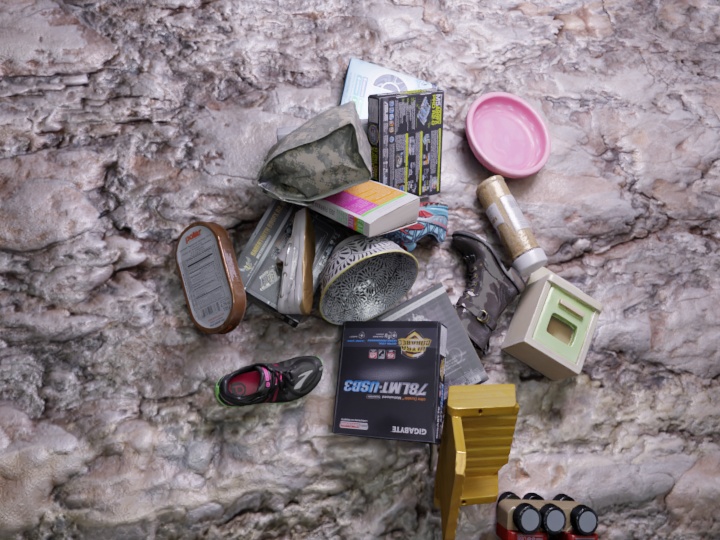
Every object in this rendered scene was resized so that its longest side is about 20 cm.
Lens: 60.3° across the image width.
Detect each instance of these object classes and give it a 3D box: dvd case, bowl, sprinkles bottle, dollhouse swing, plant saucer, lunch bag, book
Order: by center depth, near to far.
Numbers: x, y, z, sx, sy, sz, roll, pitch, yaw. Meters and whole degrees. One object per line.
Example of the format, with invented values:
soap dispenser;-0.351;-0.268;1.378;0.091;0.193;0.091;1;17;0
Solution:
dollhouse swing;0.205;0.327;1.036;0.175;0.177;0.207;0;112;-12
lunch bag;-0.083;-0.196;1.087;0.194;0.165;0.120;-19;115;9
book;-0.008;-0.124;1.125;0.131;0.050;0.198;-22;37;-38
bowl;0.000;0.000;1.134;0.195;0.204;0.096;-18;56;-17
dvd case;0.135;0.148;1.177;0.145;0.016;0.205;-27;83;-1
sprinkles bottle;0.304;-0.091;1.256;0.066;0.069;0.205;-17;70;-16
plant saucer;0.309;-0.282;1.323;0.194;0.051;0.207;6;67;-14

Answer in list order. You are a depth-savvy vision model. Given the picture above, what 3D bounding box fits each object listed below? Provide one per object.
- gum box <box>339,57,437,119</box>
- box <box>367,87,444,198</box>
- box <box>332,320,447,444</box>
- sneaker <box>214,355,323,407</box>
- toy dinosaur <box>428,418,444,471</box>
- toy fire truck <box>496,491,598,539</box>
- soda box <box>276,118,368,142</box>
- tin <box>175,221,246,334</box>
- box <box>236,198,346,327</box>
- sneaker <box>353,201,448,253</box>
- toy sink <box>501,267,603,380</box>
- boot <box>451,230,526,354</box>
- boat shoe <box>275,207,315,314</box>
gum box;0.052;-0.330;1.290;0.194;0.045;0.175;15;73;-9
box;0.088;-0.239;1.199;0.156;0.044;0.207;-16;116;-31
box;0.052;0.194;1.096;0.194;0.050;0.205;-1;72;26
sneaker;-0.155;0.196;1.082;0.194;0.084;0.079;-14;79;-16
toy dinosaur;0.111;0.259;1.129;0.047;0.088;0.204;-21;81;-42
toy fire truck;0.333;0.516;1.099;0.170;0.128;0.208;6;85;-11
soda box;-0.064;-0.247;1.203;0.193;0.064;0.070;-6;115;-5
tin;-0.267;0.012;1.099;0.109;0.042;0.206;-22;78;18
box;-0.138;-0.022;1.163;0.155;0.048;0.204;29;71;-3
sneaker;0.080;-0.079;1.211;0.193;0.079;0.099;-5;94;-1
toy sink;0.385;0.089;1.219;0.128;0.112;0.204;29;70;-4
boot;0.216;0.040;1.220;0.199;0.069;0.175;41;78;7
boat shoe;-0.120;-0.020;1.104;0.067;0.071;0.206;-5;61;13
